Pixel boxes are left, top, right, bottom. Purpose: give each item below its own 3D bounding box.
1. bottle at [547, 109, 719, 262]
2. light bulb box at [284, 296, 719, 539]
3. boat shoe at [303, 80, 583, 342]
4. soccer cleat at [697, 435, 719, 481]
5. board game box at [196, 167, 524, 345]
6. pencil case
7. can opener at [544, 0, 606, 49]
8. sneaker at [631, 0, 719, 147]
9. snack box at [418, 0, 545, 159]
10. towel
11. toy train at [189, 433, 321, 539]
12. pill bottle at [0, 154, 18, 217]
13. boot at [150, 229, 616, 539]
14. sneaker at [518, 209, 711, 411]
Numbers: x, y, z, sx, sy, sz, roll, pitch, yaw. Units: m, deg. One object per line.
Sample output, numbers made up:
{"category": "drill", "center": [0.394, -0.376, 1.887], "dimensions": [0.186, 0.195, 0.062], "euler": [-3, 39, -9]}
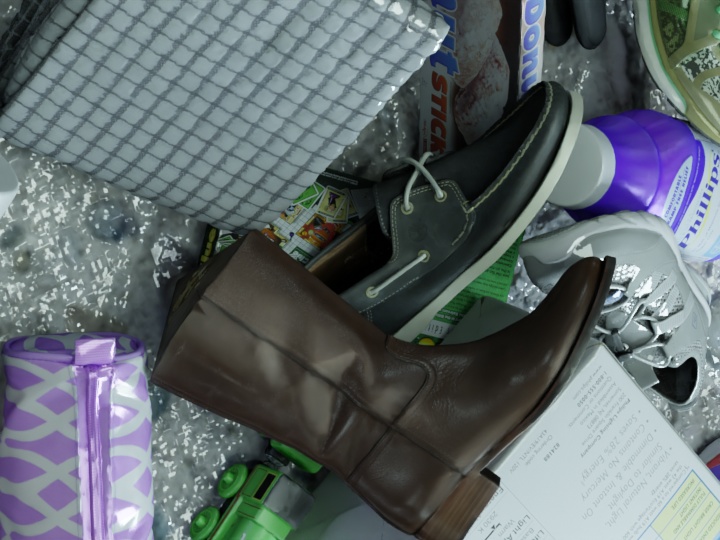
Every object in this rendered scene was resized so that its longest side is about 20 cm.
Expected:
{"category": "bottle", "center": [0.167, -0.052, 1.319], "dimensions": [0.200, 0.065, 0.084], "euler": [8, 103, -57]}
{"category": "light bulb box", "center": [0.096, 0.159, 1.296], "dimensions": [0.198, 0.125, 0.200], "euler": [-48, 120, -10]}
{"category": "boat shoe", "center": [0.040, -0.030, 1.216], "dimensions": [0.068, 0.072, 0.200], "euler": [36, 112, -23]}
{"category": "soccer cleat", "center": [0.204, 0.182, 1.409], "dimensions": [0.200, 0.073, 0.068], "euler": [-45, 117, -19]}
{"category": "board game box", "center": [0.000, 0.000, 1.290], "dimensions": [0.200, 0.023, 0.105], "euler": [15, 87, -32]}
{"category": "pencil case", "center": [-0.146, 0.129, 1.180], "dimensions": [0.084, 0.085, 0.201], "euler": [-5, 97, -12]}
{"category": "can opener", "center": [0.110, -0.223, 1.305], "dimensions": [0.078, 0.063, 0.200], "euler": [-22, 107, -28]}
{"category": "sneaker", "center": [0.205, -0.165, 1.314], "dimensions": [0.077, 0.088, 0.200], "euler": [-8, 77, -57]}
{"category": "snack box", "center": [0.066, -0.123, 1.237], "dimensions": [0.024, 0.072, 0.200], "euler": [-34, 140, -34]}
{"category": "towel", "center": [-0.075, -0.121, 1.129], "dimensions": [0.165, 0.200, 0.086], "euler": [25, 42, -23]}
{"category": "toy train", "center": [-0.059, 0.135, 1.252], "dimensions": [0.042, 0.056, 0.200], "euler": [40, 75, -29]}
{"category": "pill bottle", "center": [-0.249, 0.018, 1.052], "dimensions": [0.109, 0.110, 0.200], "euler": [27, 105, -31]}
{"category": "boot", "center": [0.009, 0.024, 1.175], "dimensions": [0.200, 0.064, 0.187], "euler": [33, 84, 3]}
{"category": "sneaker", "center": [0.156, 0.024, 1.278], "dimensions": [0.200, 0.075, 0.082], "euler": [27, 50, -54]}
